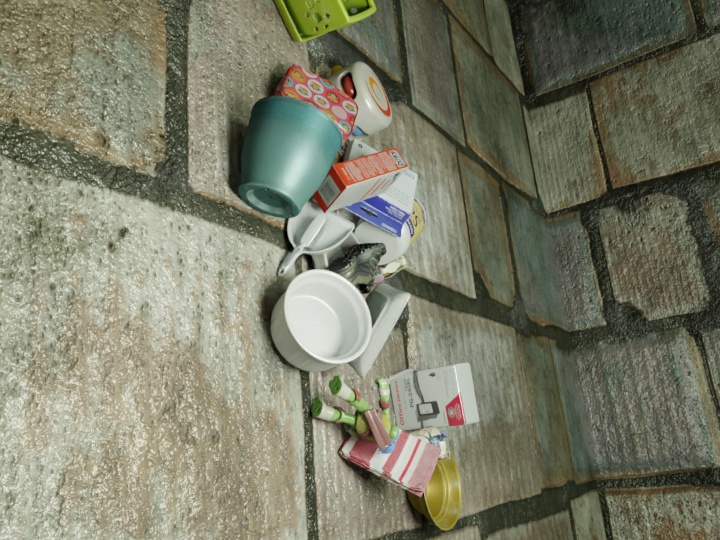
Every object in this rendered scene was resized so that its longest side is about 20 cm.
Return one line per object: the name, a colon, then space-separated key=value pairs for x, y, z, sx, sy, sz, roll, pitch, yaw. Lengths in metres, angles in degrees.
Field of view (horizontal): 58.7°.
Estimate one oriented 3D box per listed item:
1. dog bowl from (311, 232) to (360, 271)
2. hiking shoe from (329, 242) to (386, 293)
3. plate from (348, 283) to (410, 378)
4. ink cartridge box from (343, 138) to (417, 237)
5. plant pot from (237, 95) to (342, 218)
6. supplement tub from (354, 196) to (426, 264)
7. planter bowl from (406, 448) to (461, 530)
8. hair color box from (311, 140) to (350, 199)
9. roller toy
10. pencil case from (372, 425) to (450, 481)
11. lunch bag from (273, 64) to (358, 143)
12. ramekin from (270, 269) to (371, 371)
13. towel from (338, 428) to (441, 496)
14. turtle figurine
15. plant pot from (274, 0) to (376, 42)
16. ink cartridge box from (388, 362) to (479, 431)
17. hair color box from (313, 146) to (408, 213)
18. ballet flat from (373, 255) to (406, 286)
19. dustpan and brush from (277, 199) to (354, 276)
dog bowl: x=-0.054 y=-0.017 z=1.500 sx=0.200 sy=0.059 sz=0.201 roll=30 pitch=53 yaw=-49
hiking shoe: x=0.000 y=0.000 z=1.469 sx=0.200 sy=0.076 sz=0.101 roll=-34 pitch=117 yaw=-50
plate: x=0.019 y=0.118 z=1.384 sx=0.032 sy=0.200 sz=0.200 roll=31 pitch=87 yaw=-16
ink cartridge box: x=0.041 y=-0.204 z=1.562 sx=0.199 sy=0.041 sz=0.200 roll=27 pitch=51 yaw=-19
plant pot: x=-0.156 y=-0.217 z=1.310 sx=0.200 sy=0.200 sz=0.188 roll=38 pitch=60 yaw=-44
supplement tub: x=0.076 y=-0.111 z=1.666 sx=0.146 sy=0.145 sz=0.200 roll=65 pitch=32 yaw=-15
planter bowl: x=0.170 y=0.537 z=1.585 sx=0.200 sy=0.083 sz=0.201 roll=32 pitch=50 yaw=-48
hair color box: x=-0.088 y=-0.274 z=1.559 sx=0.099 sy=0.061 sz=0.200 roll=56 pitch=36 yaw=-28
roller toy: x=-0.017 y=-0.436 z=1.668 sx=0.200 sy=0.140 sz=0.183 roll=58 pitch=24 yaw=-21
pencil case: x=0.108 y=0.422 z=1.475 sx=0.200 sy=0.089 sz=0.078 roll=-10 pitch=110 yaw=-31
lunch bag: x=-0.103 y=-0.395 z=1.511 sx=0.200 sy=0.082 sz=0.176 roll=29 pitch=46 yaw=-18
ramekin: x=-0.085 y=0.108 z=1.299 sx=0.200 sy=0.098 sz=0.201 roll=17 pitch=55 yaw=-27
towel: x=0.068 y=0.397 z=1.406 sx=0.144 sy=0.200 sz=0.023 roll=-49 pitch=158 yaw=-55
turtle figurine: x=-0.004 y=0.287 z=1.381 sx=0.194 sy=0.144 sz=0.200 roll=31 pitch=49 yaw=-29
plant pot: x=-0.104 y=-0.691 z=1.602 sx=0.200 sy=0.181 sz=0.199 roll=64 pitch=33 yaw=-18
ink cartridge box: x=0.179 y=0.317 z=1.589 sx=0.083 sy=0.200 sz=0.146 roll=5 pitch=72 yaw=-53
hair color box: x=0.000 y=-0.204 z=1.435 sx=0.200 sy=0.111 sz=0.064 roll=-23 pitch=77 yaw=-40
ballet flat: x=0.079 y=-0.012 z=1.698 sx=0.200 sy=0.071 sz=0.069 roll=-37 pitch=108 yaw=-58
dustpan and brush: x=-0.118 y=-0.062 z=1.392 sx=0.200 sy=0.139 sz=0.057 roll=-57 pitch=169 yaw=-15
